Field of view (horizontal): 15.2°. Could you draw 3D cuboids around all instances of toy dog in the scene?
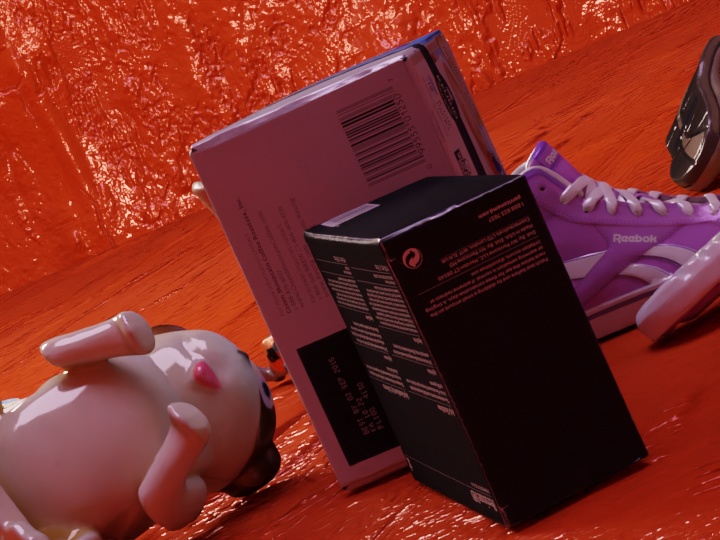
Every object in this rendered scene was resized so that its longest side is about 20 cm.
[{"bbox_3d":[-0.133,0.108,1.498,0.199,0.140,0.194,-30,-28,-27],"label":"toy dog"}]

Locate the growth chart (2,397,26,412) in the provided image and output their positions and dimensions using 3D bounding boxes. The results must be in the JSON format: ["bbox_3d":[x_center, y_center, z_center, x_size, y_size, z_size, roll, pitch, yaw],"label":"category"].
[{"bbox_3d":[-0.368,0.145,2.459,0.144,0.018,0.200,-29,8,-38],"label":"growth chart"}]

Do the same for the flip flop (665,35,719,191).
[{"bbox_3d":[0.262,-0.108,1.960,0.200,0.057,0.081,-76,7,-67],"label":"flip flop"}]

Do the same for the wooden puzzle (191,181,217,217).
[{"bbox_3d":[0.006,-0.044,1.944,0.199,0.185,0.037,-19,46,24],"label":"wooden puzzle"}]

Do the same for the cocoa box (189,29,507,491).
[{"bbox_3d":[0.017,-0.009,1.449,0.133,0.201,0.131,-23,6,14],"label":"cocoa box"}]

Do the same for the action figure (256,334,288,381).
[{"bbox_3d":[0.000,0.000,1.846,0.193,0.104,0.201,-2,58,58],"label":"action figure"}]

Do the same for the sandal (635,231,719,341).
[{"bbox_3d":[0.232,-0.021,1.455,0.202,0.050,0.082,-39,-5,-12],"label":"sandal"}]

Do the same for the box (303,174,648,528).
[{"bbox_3d":[0.049,0.032,1.269,0.079,0.142,0.200,-23,6,-9],"label":"box"}]

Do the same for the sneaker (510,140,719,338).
[{"bbox_3d":[0.151,-0.031,1.527,0.200,0.115,0.073,-23,5,3],"label":"sneaker"}]
